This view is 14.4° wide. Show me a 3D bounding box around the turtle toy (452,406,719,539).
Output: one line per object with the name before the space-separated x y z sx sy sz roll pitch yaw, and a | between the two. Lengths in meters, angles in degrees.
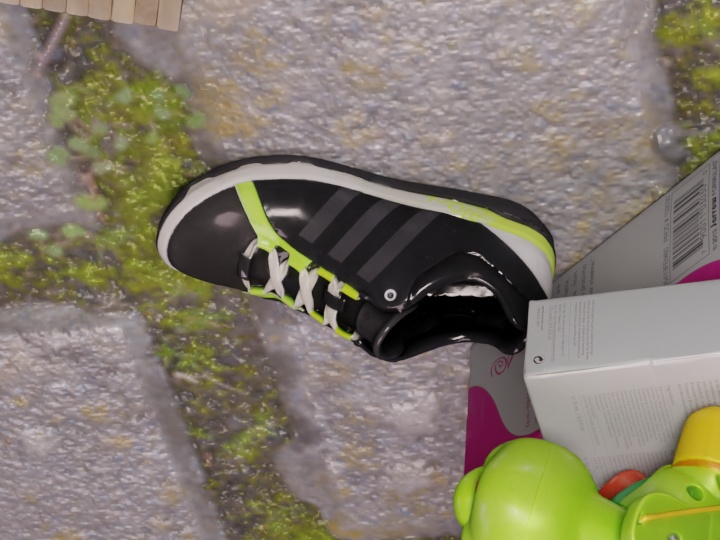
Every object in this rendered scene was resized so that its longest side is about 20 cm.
turtle toy | 0.130 0.137 1.240 0.200 0.146 0.101 36 151 -28

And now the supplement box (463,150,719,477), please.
supplement box | 0.149 0.046 1.373 0.103 0.101 0.200 31 132 -25

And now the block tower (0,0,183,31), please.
block tower | -0.162 -0.154 1.228 0.200 0.054 0.058 8 138 -2

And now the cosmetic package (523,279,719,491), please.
cosmetic package | 0.169 0.088 1.304 0.151 0.052 0.200 -5 136 14

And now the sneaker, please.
sneaker | 0.000 0.000 1.353 0.200 0.083 0.072 4 137 2
